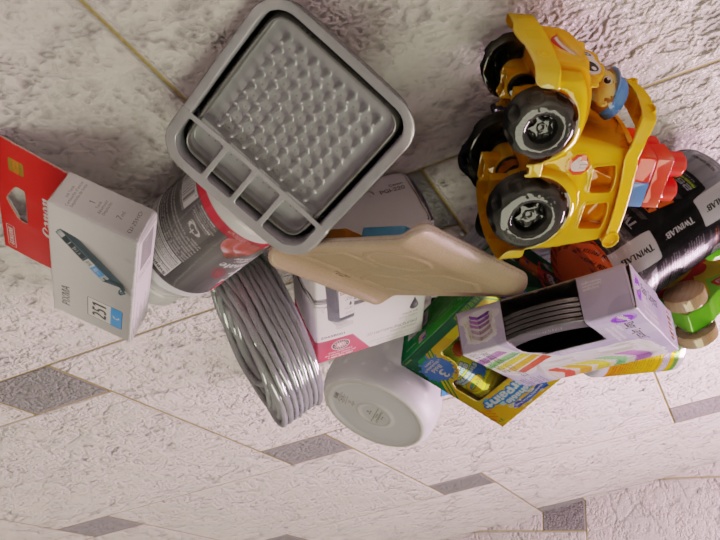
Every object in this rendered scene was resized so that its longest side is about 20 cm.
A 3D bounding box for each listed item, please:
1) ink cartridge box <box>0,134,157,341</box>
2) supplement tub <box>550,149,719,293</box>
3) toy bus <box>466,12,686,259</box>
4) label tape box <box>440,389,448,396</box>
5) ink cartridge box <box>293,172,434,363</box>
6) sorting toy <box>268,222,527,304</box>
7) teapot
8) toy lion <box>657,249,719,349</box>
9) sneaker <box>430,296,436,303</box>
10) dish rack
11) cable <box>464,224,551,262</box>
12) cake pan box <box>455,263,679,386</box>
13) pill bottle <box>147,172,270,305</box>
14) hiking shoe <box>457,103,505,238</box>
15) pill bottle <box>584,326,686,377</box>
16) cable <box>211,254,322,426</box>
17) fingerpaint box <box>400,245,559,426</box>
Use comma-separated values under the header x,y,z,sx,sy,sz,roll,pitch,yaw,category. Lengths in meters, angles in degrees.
x,y,z,sx,sy,sz,roll,pitch,yaw,category
-0.292,-0.026,0.905,0.174,0.045,0.201,26,145,0,ink cartridge box
0.319,-0.040,1.030,0.199,0.123,0.123,-31,159,-17,supplement tub
0.202,-0.118,0.826,0.189,0.137,0.202,0,129,-4,toy bus
0.203,0.109,1.268,0.197,0.064,0.145,-8,152,1,label tape box
0.000,0.000,1.047,0.144,0.085,0.201,-17,140,-14,ink cartridge box
0.037,-0.008,0.898,0.198,0.037,0.184,-7,160,42,sorting toy
0.046,0.166,1.405,0.198,0.147,0.198,-9,130,39,teapot
0.392,0.005,1.095,0.198,0.192,0.069,-29,112,-5,toy lion
0.138,0.095,1.331,0.066,0.092,0.200,12,161,28,sneaker
-0.060,-0.125,0.802,0.171,0.044,0.200,40,126,-9,dish rack
0.229,-0.028,1.158,0.197,0.070,0.201,-1,151,-18,cable
0.217,0.062,0.948,0.182,0.053,0.199,-19,155,24,cake pan box
-0.164,-0.041,0.949,0.110,0.112,0.199,16,144,-41,pill bottle
0.145,-0.109,0.980,0.099,0.077,0.201,6,142,-12,hiking shoe
0.398,0.109,1.436,0.197,0.113,0.111,-4,153,-12,pill bottle
-0.111,0.081,1.083,0.069,0.200,0.202,-24,127,-16,cable
0.172,0.077,1.110,0.166,0.074,0.200,32,126,-16,fingerpaint box
